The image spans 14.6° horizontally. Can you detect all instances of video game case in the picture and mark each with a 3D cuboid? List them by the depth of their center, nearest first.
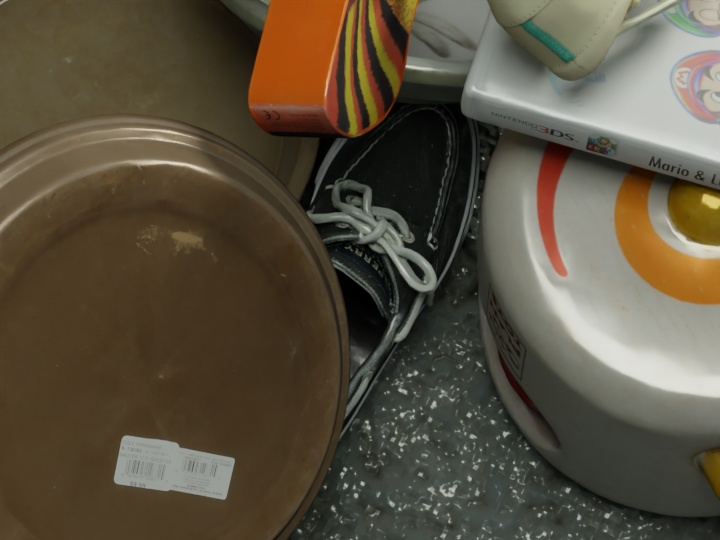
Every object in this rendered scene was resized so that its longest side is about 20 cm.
[{"bbox_3d":[0.153,-0.121,1.126,0.181,0.024,0.201,16,61,5],"label":"video game case"}]

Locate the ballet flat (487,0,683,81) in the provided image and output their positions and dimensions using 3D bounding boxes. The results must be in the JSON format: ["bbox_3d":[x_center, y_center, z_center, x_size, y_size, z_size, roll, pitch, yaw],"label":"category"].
[{"bbox_3d":[0.123,-0.146,1.093,0.069,0.070,0.200,35,61,15],"label":"ballet flat"}]

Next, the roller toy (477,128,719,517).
[{"bbox_3d":[0.137,-0.001,1.150,0.181,0.140,0.201,19,69,9],"label":"roller toy"}]

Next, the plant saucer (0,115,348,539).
[{"bbox_3d":[-0.088,0.042,1.074,0.199,0.029,0.201,-4,97,-29],"label":"plant saucer"}]

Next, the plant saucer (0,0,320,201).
[{"bbox_3d":[-0.116,-0.064,1.242,0.199,0.030,0.201,-1,67,1],"label":"plant saucer"}]

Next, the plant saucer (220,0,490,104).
[{"bbox_3d":[0.022,-0.121,1.228,0.199,0.050,0.201,7,36,-5],"label":"plant saucer"}]

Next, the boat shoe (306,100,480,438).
[{"bbox_3d":[-0.003,-0.001,1.184,0.073,0.068,0.200,33,71,-1],"label":"boat shoe"}]

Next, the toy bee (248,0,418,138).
[{"bbox_3d":[0.013,-0.141,1.118,0.131,0.109,0.201,27,91,30],"label":"toy bee"}]
